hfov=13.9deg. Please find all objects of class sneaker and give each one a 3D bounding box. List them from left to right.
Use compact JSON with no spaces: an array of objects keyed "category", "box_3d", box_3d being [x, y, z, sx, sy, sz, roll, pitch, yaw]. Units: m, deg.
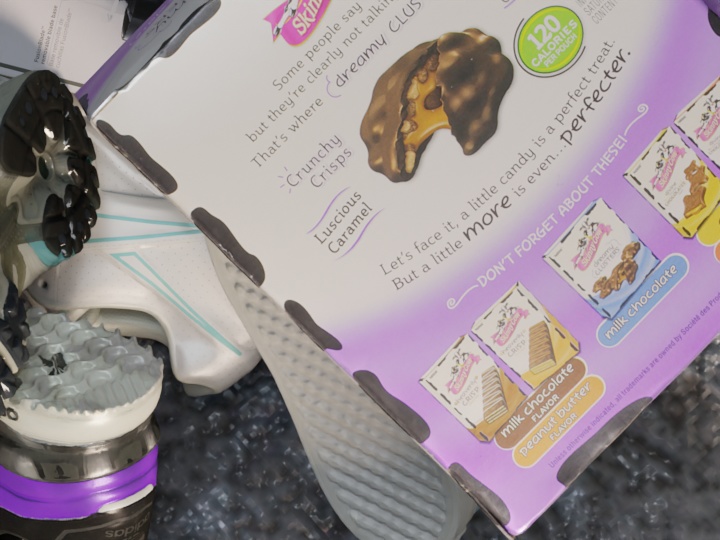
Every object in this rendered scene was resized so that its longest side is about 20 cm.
[{"category":"sneaker","box_3d":[-0.156,0.007,0.990,0.086,0.200,0.078,-14,112,24]},{"category":"sneaker","box_3d":[-0.143,0.056,1.058,0.070,0.100,0.200,-24,33,-33]},{"category":"sneaker","box_3d":[-0.113,-0.025,1.095,0.200,0.070,0.080,30,84,7]},{"category":"sneaker","box_3d":[0.000,0.000,1.061,0.074,0.082,0.200,-8,107,26]}]

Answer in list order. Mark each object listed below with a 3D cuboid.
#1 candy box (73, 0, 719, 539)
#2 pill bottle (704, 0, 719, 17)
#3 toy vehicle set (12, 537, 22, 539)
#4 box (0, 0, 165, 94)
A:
[{"category":"candy box","box_3d":[0.035,-0.044,0.968,0.168,0.072,0.200,-45,104,0]},{"category":"pill bottle","box_3d":[0.108,-0.139,1.086,0.111,0.111,0.200,-31,78,-4]},{"category":"toy vehicle set","box_3d":[-0.094,0.197,1.070,0.124,0.027,0.200,-36,79,-5]},{"category":"box","box_3d":[-0.118,-0.131,1.045,0.200,0.060,0.117,13,121,-4]}]
